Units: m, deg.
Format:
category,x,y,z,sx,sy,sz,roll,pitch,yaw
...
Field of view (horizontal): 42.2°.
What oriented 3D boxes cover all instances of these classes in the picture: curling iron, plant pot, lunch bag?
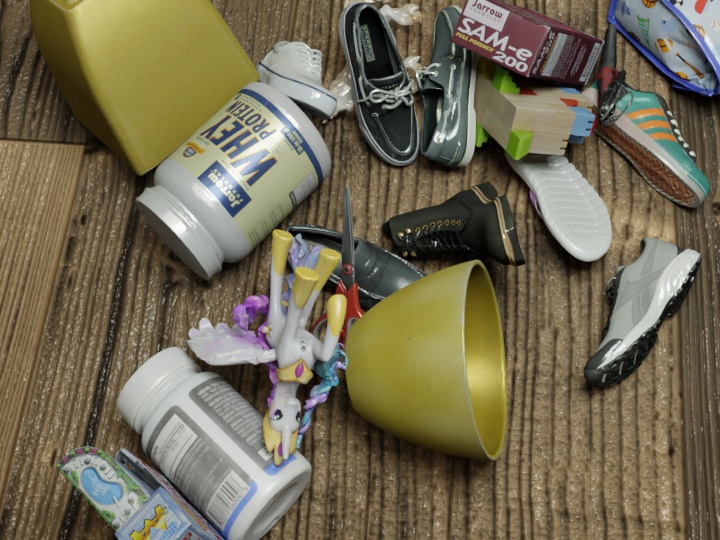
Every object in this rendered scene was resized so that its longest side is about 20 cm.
category,x,y,z,sx,sy,sz,roll,pitch,yaw
curling iron,0.302,-0.238,1.116,0.025,0.050,0.201,34,41,-16
plant pot,0.065,0.097,0.973,0.140,0.200,0.203,-6,66,18
lunch bag,0.434,-0.318,1.149,0.169,0.124,0.201,-33,61,-11
plant pot,-0.275,-0.277,1.101,0.195,0.201,0.194,-42,50,-13

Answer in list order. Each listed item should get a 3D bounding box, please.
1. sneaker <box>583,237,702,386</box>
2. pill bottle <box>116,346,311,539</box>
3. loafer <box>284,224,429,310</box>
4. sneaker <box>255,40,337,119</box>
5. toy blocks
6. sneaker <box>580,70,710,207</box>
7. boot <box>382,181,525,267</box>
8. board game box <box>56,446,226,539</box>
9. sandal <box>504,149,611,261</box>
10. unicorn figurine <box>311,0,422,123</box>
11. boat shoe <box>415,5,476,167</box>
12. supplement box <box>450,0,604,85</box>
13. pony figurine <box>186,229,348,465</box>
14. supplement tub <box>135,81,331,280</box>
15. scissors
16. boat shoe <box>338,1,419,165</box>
category,x,y,z,sx,sy,sz,roll,pitch,yaw
sneaker,0.300,0.045,1.038,0.079,0.074,0.201,30,66,24
pill bottle,-0.157,0.181,0.980,0.200,0.114,0.114,41,75,18
loafer,0.000,0.000,1.069,0.198,0.071,0.069,20,69,11
sneaker,-0.075,-0.238,1.120,0.071,0.072,0.200,-60,35,8
toy blocks,0.209,-0.189,1.103,0.135,0.101,0.201,2,28,-18
sneaker,0.353,-0.165,1.116,0.080,0.072,0.200,-37,69,-7
boot,0.099,-0.034,1.032,0.136,0.200,0.079,-16,103,1
board game box,-0.196,0.245,0.908,0.199,0.200,0.062,40,75,17
sandal,0.233,-0.084,1.105,0.081,0.050,0.204,-10,53,-16
unicorn figurine,0.012,-0.263,1.179,0.135,0.074,0.203,-4,69,11
boat shoe,0.099,-0.226,1.127,0.061,0.073,0.204,2,81,-20
supplement box,0.201,-0.269,1.096,0.108,0.199,0.062,32,112,25
pony figurine,-0.078,0.069,0.948,0.164,0.203,0.193,8,20,-22
supplement tub,-0.146,-0.102,1.080,0.145,0.145,0.200,40,75,18
scissors,-0.008,0.012,1.034,0.072,0.014,0.203,21,108,23
boat shoe,0.031,-0.218,1.105,0.073,0.068,0.202,-17,108,-13
